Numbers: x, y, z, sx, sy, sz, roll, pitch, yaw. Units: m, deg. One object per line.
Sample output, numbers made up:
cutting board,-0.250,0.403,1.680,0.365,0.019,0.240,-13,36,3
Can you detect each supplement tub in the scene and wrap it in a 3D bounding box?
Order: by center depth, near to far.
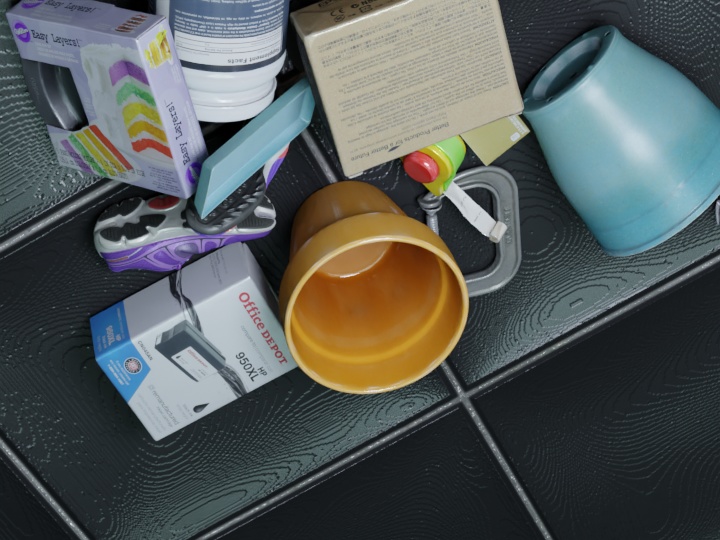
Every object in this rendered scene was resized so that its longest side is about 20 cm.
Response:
supplement tub,-0.139,-0.263,1.557,0.139,0.141,0.201,-2,124,-13

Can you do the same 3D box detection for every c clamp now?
c clamp,0.109,-0.028,1.843,0.169,0.027,0.201,-8,123,-11

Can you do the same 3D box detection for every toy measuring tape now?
toy measuring tape,0.105,-0.106,1.748,0.073,0.074,0.200,-42,110,14

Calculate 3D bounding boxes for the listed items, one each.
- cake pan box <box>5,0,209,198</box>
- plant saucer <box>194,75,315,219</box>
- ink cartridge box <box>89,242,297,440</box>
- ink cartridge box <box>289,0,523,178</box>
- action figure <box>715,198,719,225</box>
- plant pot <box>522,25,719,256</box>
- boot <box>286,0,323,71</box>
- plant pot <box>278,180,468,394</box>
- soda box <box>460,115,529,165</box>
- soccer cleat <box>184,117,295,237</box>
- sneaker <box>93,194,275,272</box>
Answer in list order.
cake pan box,-0.249,-0.175,1.573,0.052,0.199,0.185,-42,135,-37
plant saucer,-0.102,-0.129,1.590,0.019,0.200,0.070,32,136,13
ink cartridge box,-0.184,0.079,1.803,0.199,0.084,0.145,-28,125,4
ink cartridge box,0.047,-0.209,1.595,0.198,0.075,0.166,-21,124,-6
action figure,0.498,-0.099,1.874,0.198,0.070,0.131,1,131,-10
plant pot,0.279,-0.152,1.715,0.200,0.200,0.188,-40,109,13
boot,-0.026,-0.302,1.617,0.075,0.074,0.201,-13,131,-28
plant pot,0.000,0.000,1.738,0.198,0.184,0.202,-7,125,-10
soda box,0.096,-0.209,1.697,0.064,0.068,0.200,-38,123,11
soccer cleat,-0.125,-0.091,1.649,0.068,0.201,0.073,25,137,3
sneaker,-0.190,-0.044,1.742,0.198,0.081,0.084,-8,141,0
